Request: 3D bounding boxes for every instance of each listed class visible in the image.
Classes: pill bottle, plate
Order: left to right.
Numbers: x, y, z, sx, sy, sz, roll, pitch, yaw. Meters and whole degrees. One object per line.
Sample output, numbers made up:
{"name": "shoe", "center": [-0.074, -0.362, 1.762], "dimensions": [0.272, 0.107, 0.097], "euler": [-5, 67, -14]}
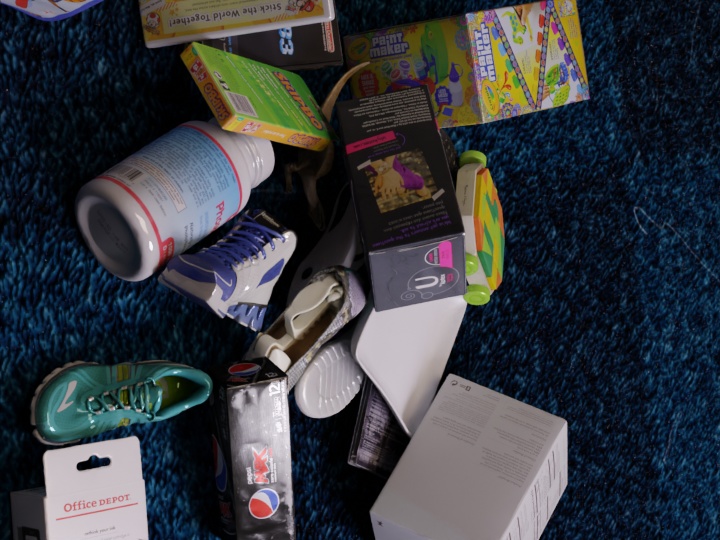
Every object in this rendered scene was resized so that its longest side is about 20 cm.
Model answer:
{"name": "pill bottle", "center": [-0.181, -0.082, 1.615], "dimensions": [0.200, 0.108, 0.109], "euler": [-38, 113, -37]}
{"name": "plate", "center": [0.051, 0.060, 1.807], "dimensions": [0.200, 0.032, 0.201], "euler": [57, 46, -49]}

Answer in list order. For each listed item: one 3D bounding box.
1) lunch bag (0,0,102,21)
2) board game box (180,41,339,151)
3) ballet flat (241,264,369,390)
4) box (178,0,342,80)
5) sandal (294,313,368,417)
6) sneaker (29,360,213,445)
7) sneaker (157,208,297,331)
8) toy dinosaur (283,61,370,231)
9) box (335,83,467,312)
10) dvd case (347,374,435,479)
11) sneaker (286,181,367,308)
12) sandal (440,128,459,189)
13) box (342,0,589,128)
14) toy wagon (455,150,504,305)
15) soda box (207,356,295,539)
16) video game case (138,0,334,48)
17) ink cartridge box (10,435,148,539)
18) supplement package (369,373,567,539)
{"name": "lunch bag", "center": [-0.258, -0.311, 1.511], "dimensions": [0.199, 0.169, 0.125], "euler": [-23, 99, -42]}
{"name": "board game box", "center": [-0.099, -0.176, 1.657], "dimensions": [0.199, 0.030, 0.096], "euler": [4, 50, -57]}
{"name": "ballet flat", "center": [-0.076, 0.069, 1.694], "dimensions": [0.200, 0.072, 0.072], "euler": [-47, 123, -1]}
{"name": "box", "center": [-0.114, -0.311, 1.730], "dimensions": [0.198, 0.049, 0.202], "euler": [-11, 96, -42]}
{"name": "sandal", "center": [-0.027, 0.103, 1.799], "dimensions": [0.202, 0.049, 0.083], "euler": [-36, 125, -52]}
{"name": "sneaker", "center": [-0.234, 0.122, 1.577], "dimensions": [0.199, 0.079, 0.078], "euler": [-13, 97, -42]}
{"name": "sneaker", "center": [-0.128, -0.013, 1.627], "dimensions": [0.116, 0.080, 0.199], "euler": [-62, 163, -1]}
{"name": "toy dinosaur", "center": [-0.053, -0.149, 1.789], "dimensions": [0.101, 0.058, 0.202], "euler": [20, 81, -57]}
{"name": "box", "center": [0.044, -0.077, 1.700], "dimensions": [0.123, 0.105, 0.201], "euler": [81, -2, -58]}
{"name": "dvd case", "center": [0.045, 0.141, 1.861], "dimensions": [0.149, 0.016, 0.202], "euler": [32, 67, -55]}
{"name": "sneaker", "center": [0.000, 0.000, 1.808], "dimensions": [0.112, 0.073, 0.201], "euler": [45, 59, -33]}
{"name": "sandal", "center": [0.082, -0.072, 1.914], "dimensions": [0.075, 0.048, 0.202], "euler": [-26, 119, -42]}
{"name": "box", "center": [0.121, -0.234, 1.844], "dimensions": [0.192, 0.199, 0.123], "euler": [-16, 100, -42]}
{"name": "toy wagon", "center": [0.144, -0.038, 1.911], "dimensions": [0.200, 0.039, 0.156], "euler": [62, 29, -55]}
{"name": "soda box", "center": [-0.112, 0.195, 1.658], "dimensions": [0.070, 0.063, 0.202], "euler": [-10, 111, -22]}
{"name": "video game case", "center": [-0.135, -0.330, 1.627], "dimensions": [0.023, 0.198, 0.184], "euler": [-37, 119, -79]}
{"name": "ink cartridge box", "center": [-0.268, 0.264, 1.546], "dimensions": [0.115, 0.068, 0.202], "euler": [-5, 92, -44]}
{"name": "supplement package", "center": [0.127, 0.259, 1.832], "dimensions": [0.201, 0.151, 0.151], "euler": [-57, 155, -29]}
